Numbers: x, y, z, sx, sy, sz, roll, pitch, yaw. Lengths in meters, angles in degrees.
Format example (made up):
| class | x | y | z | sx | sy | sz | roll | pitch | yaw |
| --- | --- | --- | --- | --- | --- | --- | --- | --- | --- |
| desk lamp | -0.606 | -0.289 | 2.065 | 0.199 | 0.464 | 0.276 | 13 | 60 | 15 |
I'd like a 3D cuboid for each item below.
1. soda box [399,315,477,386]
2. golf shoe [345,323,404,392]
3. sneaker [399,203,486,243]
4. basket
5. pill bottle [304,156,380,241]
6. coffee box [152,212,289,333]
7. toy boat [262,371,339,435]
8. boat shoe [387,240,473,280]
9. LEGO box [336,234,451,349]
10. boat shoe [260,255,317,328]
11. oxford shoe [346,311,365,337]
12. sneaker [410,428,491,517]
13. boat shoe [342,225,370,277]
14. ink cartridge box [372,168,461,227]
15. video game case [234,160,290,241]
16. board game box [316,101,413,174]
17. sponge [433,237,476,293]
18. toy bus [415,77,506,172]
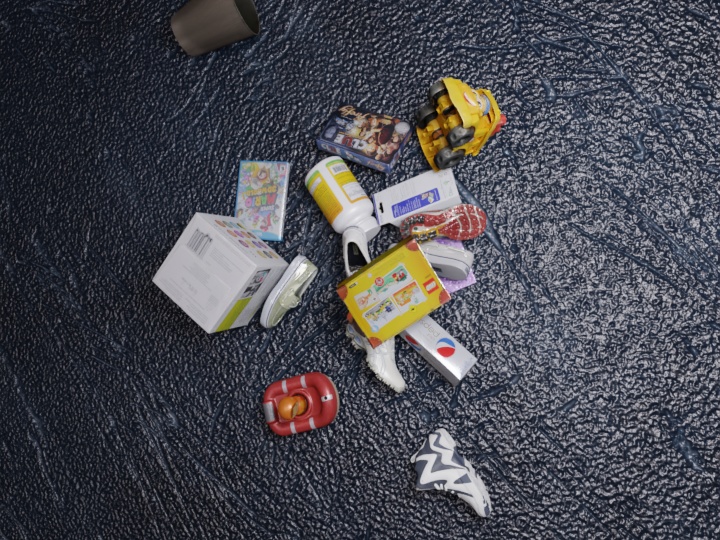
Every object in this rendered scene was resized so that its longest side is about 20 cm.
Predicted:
| class | x | y | z | sx | sy | sz | roll | pitch | yaw |
| --- | --- | --- | --- | --- | --- | --- | --- | --- | --- |
| soda box | 0.162 | 0.163 | 1.239 | 0.200 | 0.068 | 0.064 | 42 | 73 | 16 |
| golf shoe | 0.053 | 0.184 | 1.280 | 0.097 | 0.078 | 0.201 | -39 | 77 | 5 |
| sneaker | 0.182 | -0.109 | 1.228 | 0.196 | 0.082 | 0.080 | -3 | 103 | -2 |
| basket | -0.388 | -0.665 | 1.457 | 0.197 | 0.136 | 0.184 | -19 | 86 | 19 |
| pill bottle | -0.039 | -0.160 | 1.313 | 0.110 | 0.111 | 0.202 | -36 | 76 | 12 |
| coffee box | -0.332 | 0.004 | 1.342 | 0.199 | 0.197 | 0.201 | 40 | 101 | 12 |
| toy boat | -0.151 | 0.318 | 1.302 | 0.197 | 0.130 | 0.133 | -18 | 81 | 16 |
| boat shoe | 0.157 | -0.037 | 1.237 | 0.197 | 0.072 | 0.066 | 13 | 59 | 32 |
| LEGO box | 0.069 | 0.044 | 1.173 | 0.198 | 0.077 | 0.150 | -33 | 99 | 6 |
| boat shoe | -0.178 | 0.060 | 1.363 | 0.061 | 0.072 | 0.202 | 31 | 93 | 19 |
| oxford shoe | 0.068 | 0.080 | 1.265 | 0.198 | 0.071 | 0.073 | -35 | 61 | -4 |
| sneaker | 0.186 | 0.467 | 1.211 | 0.129 | 0.079 | 0.200 | -40 | 75 | 12 |
| boat shoe | 0.000 | 0.000 | 1.255 | 0.070 | 0.066 | 0.203 | -3 | 123 | 9 |
| ink cartridge box | 0.128 | -0.167 | 1.282 | 0.197 | 0.039 | 0.101 | -19 | 56 | 15 |
| video game case | -0.258 | -0.182 | 1.434 | 0.140 | 0.018 | 0.204 | 5 | 88 | 17 |
| board game box | 0.011 | -0.320 | 1.322 | 0.197 | 0.035 | 0.137 | 22 | 66 | 18 |
| sponge | 0.183 | -0.046 | 1.277 | 0.110 | 0.030 | 0.203 | -22 | 80 | 15 |
| toy bus | 0.236 | -0.327 | 1.199 | 0.189 | 0.200 | 0.138 | -17 | 75 | -14 |
